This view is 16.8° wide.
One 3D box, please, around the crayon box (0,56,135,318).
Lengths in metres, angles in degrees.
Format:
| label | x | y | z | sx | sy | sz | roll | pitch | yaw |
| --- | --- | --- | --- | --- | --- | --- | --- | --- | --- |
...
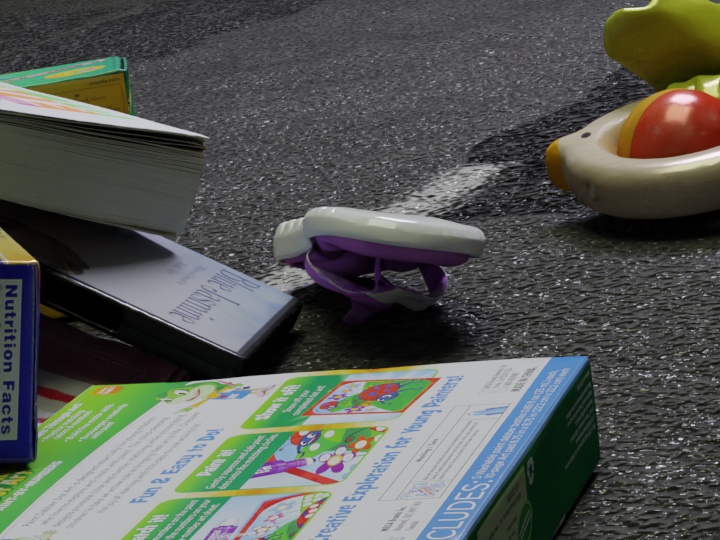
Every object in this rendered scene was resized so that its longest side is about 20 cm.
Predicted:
| label | x | y | z | sx | sy | sz | roll | pitch | yaw |
| --- | --- | --- | --- | --- | --- | --- | --- | --- | --- |
| crayon box | -0.205 | -0.031 | 1.209 | 0.199 | 0.119 | 0.058 | -9 | 13 | -5 |

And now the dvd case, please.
| label | x | y | z | sx | sy | sz | roll | pitch | yaw |
| --- | --- | --- | --- | --- | --- | --- | --- | --- | --- |
| dvd case | -0.128 | -0.009 | 1.055 | 0.199 | 0.018 | 0.143 | 25 | 11 | 4 |

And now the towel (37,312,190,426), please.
| label | x | y | z | sx | sy | sz | roll | pitch | yaw |
| --- | --- | --- | --- | --- | --- | --- | --- | --- | --- |
| towel | -0.175 | 0.047 | 0.960 | 0.143 | 0.023 | 0.200 | 18 | 21 | 24 |

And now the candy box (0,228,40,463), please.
| label | x | y | z | sx | sy | sz | roll | pitch | yaw |
| --- | --- | --- | --- | --- | --- | --- | --- | --- | --- |
| candy box | -0.225 | 0.016 | 0.859 | 0.199 | 0.078 | 0.169 | 1 | 10 | -21 |

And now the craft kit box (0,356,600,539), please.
| label | x | y | z | sx | sy | sz | roll | pitch | yaw |
| --- | --- | --- | --- | --- | --- | --- | --- | --- | --- |
| craft kit box | -0.037 | 0.080 | 0.801 | 0.196 | 0.049 | 0.200 | -1 | 15 | 19 |

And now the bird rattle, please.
| label | x | y | z | sx | sy | sz | roll | pitch | yaw |
| --- | --- | --- | --- | --- | --- | --- | --- | --- | --- |
| bird rattle | 0.187 | -0.062 | 1.236 | 0.163 | 0.113 | 0.200 | -26 | 32 | -21 |

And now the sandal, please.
| label | x | y | z | sx | sy | sz | roll | pitch | yaw |
| --- | --- | --- | --- | --- | --- | --- | --- | --- | --- |
| sandal | 0.007 | 0.001 | 1.114 | 0.082 | 0.050 | 0.203 | 5 | -2 | -9 |

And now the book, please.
| label | x | y | z | sx | sy | sz | roll | pitch | yaw |
| --- | --- | --- | --- | --- | --- | --- | --- | --- | --- |
| book | -0.166 | -0.060 | 1.025 | 0.133 | 0.048 | 0.200 | 19 | 5 | 20 |
